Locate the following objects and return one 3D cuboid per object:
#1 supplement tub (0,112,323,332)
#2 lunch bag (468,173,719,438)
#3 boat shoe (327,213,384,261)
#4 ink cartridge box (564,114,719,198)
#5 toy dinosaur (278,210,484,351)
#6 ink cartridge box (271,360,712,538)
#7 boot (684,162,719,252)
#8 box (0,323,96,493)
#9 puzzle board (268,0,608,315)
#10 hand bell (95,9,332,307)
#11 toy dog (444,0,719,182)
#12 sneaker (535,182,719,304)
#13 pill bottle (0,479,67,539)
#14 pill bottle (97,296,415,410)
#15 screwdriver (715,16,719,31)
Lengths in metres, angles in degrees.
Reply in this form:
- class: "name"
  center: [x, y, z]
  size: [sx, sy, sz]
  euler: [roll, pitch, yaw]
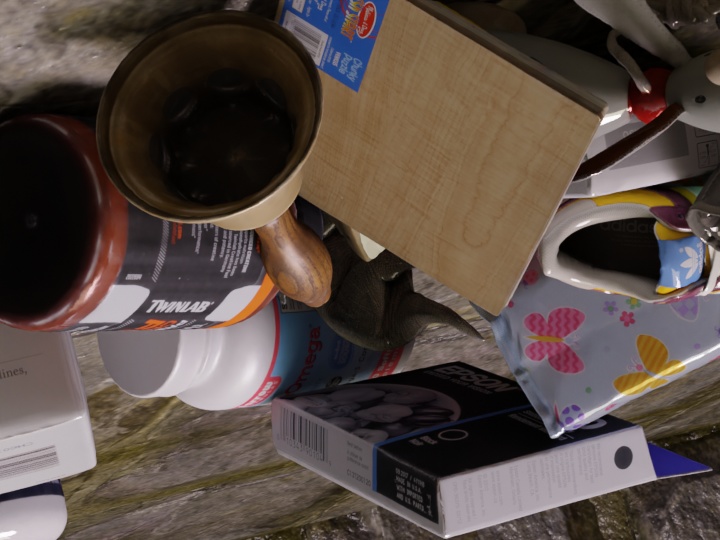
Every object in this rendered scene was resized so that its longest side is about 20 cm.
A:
- class: "supplement tub"
  center: [-0.104, -0.022, 1.139]
  size: [0.107, 0.107, 0.200]
  euler: [-24, 166, 33]
- class: "lunch bag"
  center: [0.179, -0.002, 1.332]
  size: [0.169, 0.127, 0.200]
  euler: [-30, -174, 21]
- class: "boat shoe"
  center: [0.001, -0.070, 1.171]
  size: [0.066, 0.072, 0.201]
  euler: [-37, 159, -7]
- class: "ink cartridge box"
  center: [0.131, -0.071, 1.211]
  size: [0.160, 0.050, 0.200]
  euler: [-12, -176, -27]
- class: "toy dinosaur"
  center: [0.000, 0.000, 1.320]
  size: [0.077, 0.200, 0.103]
  euler: [-16, 133, -57]
- class: "ink cartridge box"
  center: [0.079, 0.100, 1.377]
  size: [0.199, 0.044, 0.198]
  euler: [-9, -165, -30]
- class: "boot"
  center: [0.233, -0.102, 1.058]
  size: [0.200, 0.073, 0.182]
  euler: [-50, 171, -10]
- class: "box"
  center: [-0.258, 0.060, 1.251]
  size: [0.199, 0.131, 0.199]
  euler: [-14, 168, -8]
- class: "puzzle board"
  center: [0.024, -0.064, 1.021]
  size: [0.017, 0.150, 0.200]
  euler: [-55, 173, -27]
- class: "hand bell"
  center: [-0.044, -0.030, 1.071]
  size: [0.104, 0.104, 0.200]
  euler: [-17, 154, 7]
- class: "toy dog"
  center: [0.091, -0.092, 1.043]
  size: [0.200, 0.132, 0.096]
  euler: [-24, 154, 25]
- class: "sneaker"
  center: [0.191, -0.013, 1.168]
  size: [0.199, 0.075, 0.090]
  euler: [-4, -163, 19]
- class: "pill bottle"
  center: [-0.246, 0.125, 1.402]
  size: [0.111, 0.201, 0.111]
  euler: [-16, 168, -3]
- class: "pill bottle"
  center: [-0.066, 0.032, 1.435]
  size: [0.200, 0.109, 0.109]
  euler: [-4, 164, -45]
- class: "screwdriver"
  center: [0.216, -0.120, 1.296]
  size: [0.029, 0.028, 0.200]
  euler: [-48, 164, 11]
